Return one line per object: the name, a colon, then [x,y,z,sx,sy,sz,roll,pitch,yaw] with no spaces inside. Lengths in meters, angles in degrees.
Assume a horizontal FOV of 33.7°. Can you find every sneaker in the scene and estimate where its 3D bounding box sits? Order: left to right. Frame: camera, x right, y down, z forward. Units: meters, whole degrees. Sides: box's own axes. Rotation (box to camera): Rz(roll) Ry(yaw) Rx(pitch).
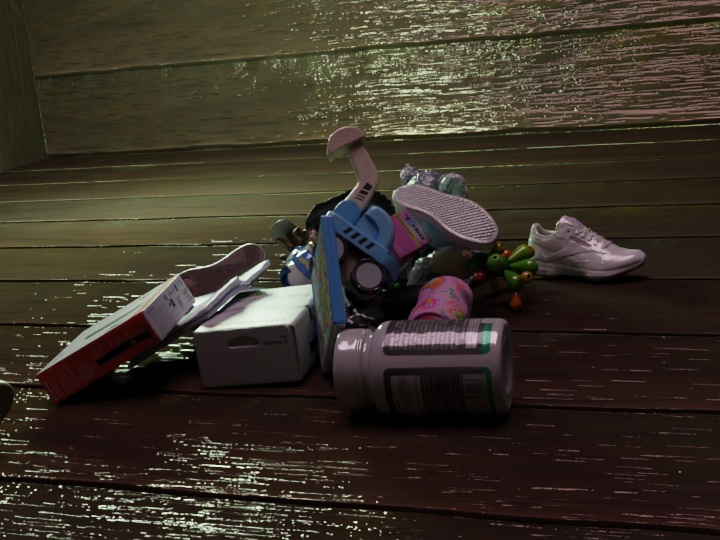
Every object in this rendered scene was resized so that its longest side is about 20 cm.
sneaker: [-0.248,0.032,2.020,0.199,0.085,0.073,-25,63,-18]
sneaker: [-0.101,0.008,1.962,0.082,0.074,0.200,-51,1,-13]
sneaker: [0.136,-0.066,1.819,0.074,0.082,0.200,-38,46,-22]
sneaker: [0.360,-0.036,1.918,0.199,0.100,0.075,3,14,28]

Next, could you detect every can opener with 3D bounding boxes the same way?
can opener: [0.050,0.065,1.778,0.199,0.053,0.067,-12,47,-24]

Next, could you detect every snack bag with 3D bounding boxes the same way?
snack bag: [-0.232,0.057,1.733,0.188,0.021,0.200,-32,7,34]

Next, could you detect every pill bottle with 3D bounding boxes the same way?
pill bottle: [0.075,0.114,1.396,0.199,0.114,0.113,-2,14,15]

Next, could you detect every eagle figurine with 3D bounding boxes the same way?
eagle figurine: [-0.046,-0.051,2.119,0.200,0.151,0.151,-29,10,-35]

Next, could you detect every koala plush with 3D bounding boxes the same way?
koala plush: [0.119,-0.074,1.962,0.183,0.201,0.177,-13,15,-28]

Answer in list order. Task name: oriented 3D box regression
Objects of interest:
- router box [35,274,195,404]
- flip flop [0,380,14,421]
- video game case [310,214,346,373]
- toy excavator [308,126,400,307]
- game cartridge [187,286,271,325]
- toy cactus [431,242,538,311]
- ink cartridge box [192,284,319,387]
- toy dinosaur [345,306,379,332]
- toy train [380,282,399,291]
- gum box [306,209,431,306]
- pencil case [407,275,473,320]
router box: [-0.335,0.092,1.652,0.179,0.049,0.200,-30,9,11]
flip flop: [-0.461,0.195,1.398,0.057,0.081,0.200,14,19,9]
video game case: [-0.043,0.035,1.523,0.018,0.144,0.200,-5,-22,-8]
toy excavator: [-0.004,-0.078,1.679,0.200,0.194,0.100,-53,-5,-17]
game cartridge: [-0.178,0.062,1.889,0.133,0.041,0.200,-22,20,-38]
toy cactus: [0.192,0.002,1.832,0.164,0.103,0.200,4,7,15]
ink cartridge box: [-0.129,0.088,1.647,0.146,0.083,0.200,-5,13,15]
toy dinosaur: [0.012,0.096,1.597,0.088,0.048,0.200,25,10,-12]
toy train: [0.011,0.013,1.958,0.042,0.057,0.200,-27,20,-18]
gum box: [0.000,0.000,1.807,0.200,0.066,0.113,-41,-6,29]
pencil case: [0.109,0.070,1.635,0.087,0.088,0.200,-4,14,10]
